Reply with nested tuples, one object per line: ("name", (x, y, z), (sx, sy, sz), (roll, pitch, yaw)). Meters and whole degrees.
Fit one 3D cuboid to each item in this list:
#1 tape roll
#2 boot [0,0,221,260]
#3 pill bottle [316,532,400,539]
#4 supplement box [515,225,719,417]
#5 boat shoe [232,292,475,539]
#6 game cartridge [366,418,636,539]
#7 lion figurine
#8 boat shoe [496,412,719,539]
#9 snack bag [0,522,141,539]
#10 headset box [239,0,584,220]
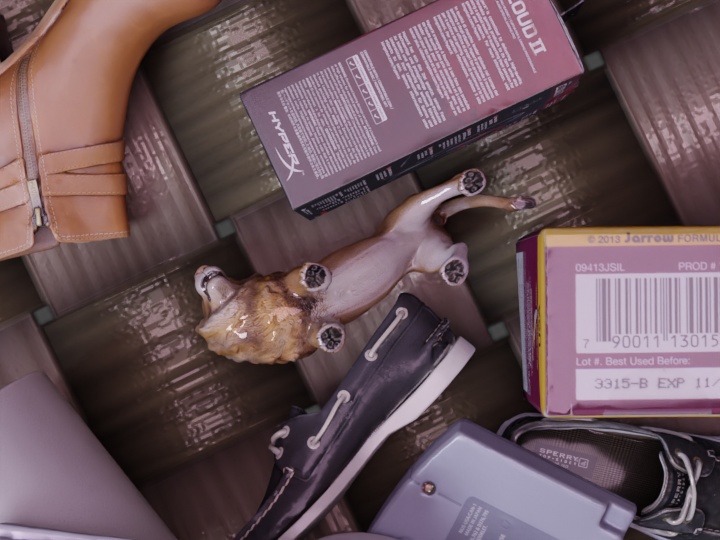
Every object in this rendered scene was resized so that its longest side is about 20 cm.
("tape roll", (-0.218, 0.170, 1.139), (0.203, 0.203, 0.139), (-38, 88, 1))
("boot", (-0.159, -0.096, 1.202), (0.200, 0.077, 0.156), (-15, 87, 4))
("pill bottle", (-0.008, 0.261, 1.143), (0.111, 0.111, 0.200), (16, 110, 2))
("supplement box", (0.157, 0.028, 1.129), (0.131, 0.200, 0.103), (-1, 90, 2))
("boat shoe", (-0.018, 0.100, 1.198), (0.060, 0.074, 0.200), (43, 88, 2))
("game cartridge", (0.060, 0.190, 1.183), (0.133, 0.040, 0.200), (26, 111, -1))
("lion figurine", (0.000, 0.000, 1.194), (0.200, 0.122, 0.073), (-22, 94, -14))
("boat shoe", (0.177, 0.130, 1.192), (0.200, 0.071, 0.072), (9, 89, 2))
("snack bag", (-0.109, 0.234, 1.035), (0.200, 0.021, 0.189), (7, 85, -8))
("headset box", (0.040, -0.105, 1.162), (0.200, 0.149, 0.075), (-25, 89, 2))
